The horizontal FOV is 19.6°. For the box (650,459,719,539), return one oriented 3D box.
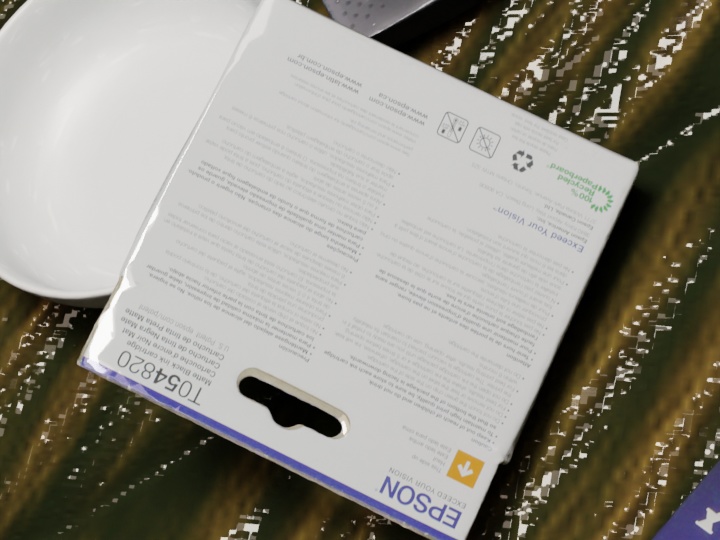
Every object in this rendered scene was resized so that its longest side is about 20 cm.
[{"bbox_3d":[0.197,0.134,0.799,0.148,0.104,0.200,35,78,32],"label":"box"}]

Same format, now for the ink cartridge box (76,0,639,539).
[{"bbox_3d":[0.000,0.000,0.958,0.199,0.041,0.201,26,77,5],"label":"ink cartridge box"}]

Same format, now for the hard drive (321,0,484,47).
[{"bbox_3d":[0.058,-0.204,1.064,0.199,0.042,0.135,-33,59,9],"label":"hard drive"}]

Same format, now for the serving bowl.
[{"bbox_3d":[-0.112,-0.068,1.069,0.199,0.066,0.202,-11,64,23],"label":"serving bowl"}]
